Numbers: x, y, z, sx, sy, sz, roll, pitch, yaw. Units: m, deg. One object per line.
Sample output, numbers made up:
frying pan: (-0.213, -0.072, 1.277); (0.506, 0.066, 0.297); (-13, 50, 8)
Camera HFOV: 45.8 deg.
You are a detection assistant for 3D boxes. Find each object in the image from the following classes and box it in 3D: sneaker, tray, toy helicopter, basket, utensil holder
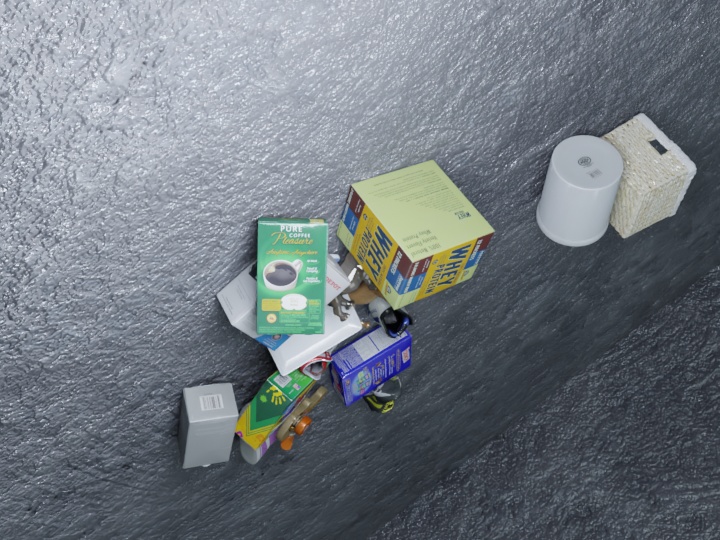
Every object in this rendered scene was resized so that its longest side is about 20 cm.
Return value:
sneaker: (0.064, 0.321, 2.181); (0.074, 0.085, 0.200); (-32, -173, -21)
sneaker: (-0.229, 0.353, 2.003); (0.114, 0.072, 0.201); (-41, 155, -41)
sneaker: (0.067, 0.108, 1.910); (0.080, 0.115, 0.199); (-37, 153, 2)
tray: (-0.101, 0.121, 1.752); (0.199, 0.108, 0.022); (-30, -163, -16)
toy helicopter: (-0.140, 0.345, 2.048); (0.200, 0.079, 0.133); (-39, 161, -52)
basket: (0.649, -0.221, 2.017); (0.160, 0.199, 0.201); (-28, 152, -13)
sneaker: (-0.073, 0.167, 1.835); (0.199, 0.113, 0.071); (-11, 143, -41)
utensil holder: (0.495, -0.181, 1.930); (0.169, 0.170, 0.201); (-29, 149, -16)

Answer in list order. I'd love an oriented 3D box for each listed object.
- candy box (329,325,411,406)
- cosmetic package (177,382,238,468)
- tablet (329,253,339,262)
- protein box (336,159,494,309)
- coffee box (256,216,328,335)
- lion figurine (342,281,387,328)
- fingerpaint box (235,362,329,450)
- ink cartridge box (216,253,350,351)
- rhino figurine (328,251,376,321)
candy box: (0.026, 0.222, 2.078); (0.199, 0.077, 0.170); (-29, 151, -15)
cosmetic package: (-0.323, 0.328, 1.792); (0.106, 0.091, 0.201); (-4, 144, -22)
tablet: (-0.132, 0.042, 1.680); (0.130, 0.014, 0.201); (-2, 135, -49)
protein box: (0.098, -0.070, 1.580); (0.197, 0.200, 0.135); (-20, 148, -30)
coffee box: (-0.118, 0.010, 1.458); (0.122, 0.044, 0.202); (0, 106, -6)
lion figurine: (0.006, 0.047, 1.784); (0.199, 0.073, 0.123); (-37, 113, 17)
fingerpaint box: (-0.166, 0.269, 1.844); (0.167, 0.073, 0.200); (-54, 173, 29)
ink cartridge box: (-0.138, 0.034, 1.562); (0.200, 0.084, 0.145); (-41, 142, 6)
rhino figurine: (0.000, 0.000, 1.692); (0.200, 0.087, 0.060); (-47, -163, 2)
